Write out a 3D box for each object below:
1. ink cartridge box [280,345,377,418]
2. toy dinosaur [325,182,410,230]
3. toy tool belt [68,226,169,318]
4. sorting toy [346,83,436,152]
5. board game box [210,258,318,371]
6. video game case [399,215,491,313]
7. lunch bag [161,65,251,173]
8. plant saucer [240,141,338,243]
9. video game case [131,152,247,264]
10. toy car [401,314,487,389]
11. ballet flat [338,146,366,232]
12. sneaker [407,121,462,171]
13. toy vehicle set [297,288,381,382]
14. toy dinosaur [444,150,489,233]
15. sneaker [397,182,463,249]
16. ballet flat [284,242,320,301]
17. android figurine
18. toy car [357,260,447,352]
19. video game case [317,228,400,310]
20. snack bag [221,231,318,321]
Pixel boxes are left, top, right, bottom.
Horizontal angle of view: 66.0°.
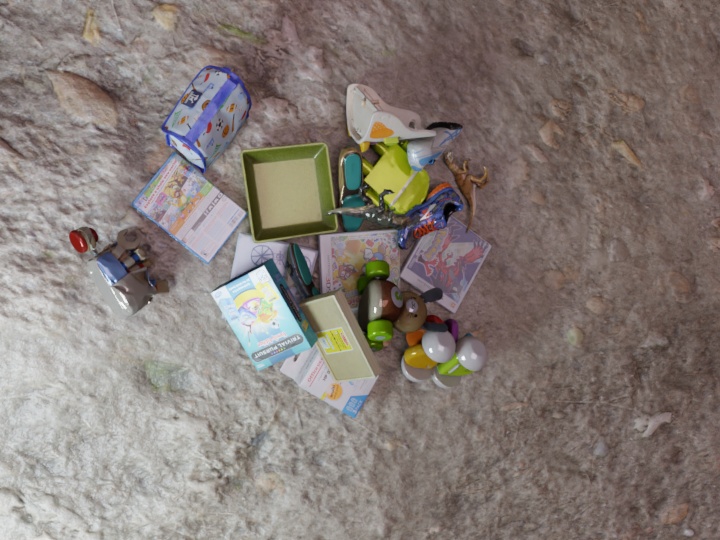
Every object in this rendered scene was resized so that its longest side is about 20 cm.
[{"bbox_3d":[-0.072,0.237,1.278,0.198,0.068,0.116,33,82,-16],"label":"ink cartridge box"},{"bbox_3d":[0.027,-0.144,1.235,0.196,0.048,0.090,10,110,-9],"label":"toy dinosaur"},{"bbox_3d":[-0.480,-0.015,1.122,0.123,0.124,0.202,-42,110,-44],"label":"toy tool belt"},{"bbox_3d":[0.073,-0.333,1.250,0.177,0.201,0.108,-1,124,-19],"label":"sorting toy"},{"bbox_3d":[-0.204,0.097,1.181,0.149,0.047,0.202,-25,102,22],"label":"board game box"},{"bbox_3d":[0.212,-0.025,1.381,0.181,0.023,0.202,33,82,-17],"label":"video game case"},{"bbox_3d":[-0.305,-0.304,1.107,0.123,0.200,0.171,36,83,-16],"label":"lunch bag"},{"bbox_3d":[-0.160,-0.174,1.240,0.196,0.048,0.204,-9,96,-17],"label":"plant saucer"},{"bbox_3d":[-0.364,-0.132,1.192,0.199,0.018,0.144,40,81,-16],"label":"video game case"},{"bbox_3d":[0.197,0.183,1.333,0.197,0.176,0.152,15,52,-17],"label":"toy car"},{"bbox_3d":[-0.021,-0.187,1.272,0.067,0.063,0.203,-7,122,-16],"label":"ballet flat"},{"bbox_3d":[0.177,-0.301,1.322,0.199,0.071,0.073,-39,137,-35],"label":"sneaker"},{"bbox_3d":[-0.048,0.144,1.179,0.026,0.123,0.202,-40,109,-46],"label":"toy vehicle set"},{"bbox_3d":[0.272,-0.209,1.384,0.105,0.060,0.203,-24,95,9],"label":"toy dinosaur"},{"bbox_3d":[0.164,-0.122,1.307,0.200,0.078,0.076,-46,149,-8],"label":"sneaker"},{"bbox_3d":[-0.131,0.040,1.231,0.073,0.074,0.203,-27,98,-15],"label":"ballet flat"},{"bbox_3d":[0.083,-0.218,1.320,0.199,0.041,0.183,38,81,-15],"label":"android figurine"},{"bbox_3d":[0.099,0.085,1.227,0.196,0.158,0.167,4,65,-13],"label":"toy car"},{"bbox_3d":[0.000,0.000,1.304,0.196,0.023,0.186,-5,101,-18],"label":"video game case"},{"bbox_3d":[-0.202,0.031,1.251,0.185,0.021,0.204,12,91,-17],"label":"snack bag"}]
